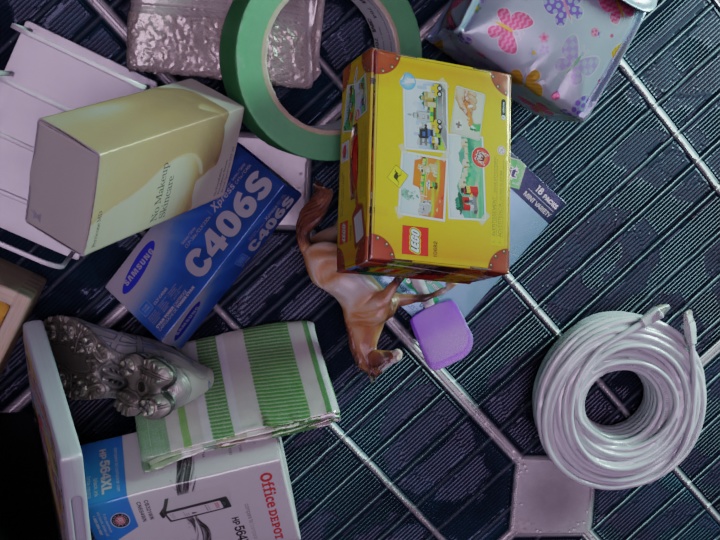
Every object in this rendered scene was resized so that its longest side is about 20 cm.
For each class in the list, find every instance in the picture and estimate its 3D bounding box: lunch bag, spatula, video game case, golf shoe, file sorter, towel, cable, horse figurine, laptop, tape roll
[{"bbox_3d":[0.192,-0.275,1.020,0.170,0.127,0.200,32,88,-15],"label":"lunch bag"},{"bbox_3d":[0.058,0.006,1.061,0.056,0.021,0.200,-24,103,3],"label":"spatula"},{"bbox_3d":[-0.287,0.176,0.970,0.023,0.200,0.182,-10,127,-22],"label":"video game case"},{"bbox_3d":[-0.237,0.096,1.033,0.200,0.097,0.078,20,104,31],"label":"golf shoe"},{"bbox_3d":[-0.301,-0.118,0.975,0.139,0.125,0.200,25,97,-12],"label":"file sorter"},{"bbox_3d":[-0.132,0.121,1.044,0.200,0.153,0.023,-14,134,-6],"label":"towel"},{"bbox_3d":[-0.127,-0.250,0.995,0.200,0.034,0.133,0,100,-26],"label":"towel"},{"bbox_3d":[0.287,0.144,1.144,0.200,0.069,0.200,-18,104,-4],"label":"cable"},{"bbox_3d":[0.000,0.000,1.032,0.133,0.050,0.200,-38,101,17],"label":"horse figurine"},{"bbox_3d":[-0.348,0.232,0.967,0.103,0.200,0.177,-4,77,-46],"label":"laptop"},{"bbox_3d":[-0.037,-0.209,1.006,0.200,0.048,0.201,-7,106,-26],"label":"tape roll"}]

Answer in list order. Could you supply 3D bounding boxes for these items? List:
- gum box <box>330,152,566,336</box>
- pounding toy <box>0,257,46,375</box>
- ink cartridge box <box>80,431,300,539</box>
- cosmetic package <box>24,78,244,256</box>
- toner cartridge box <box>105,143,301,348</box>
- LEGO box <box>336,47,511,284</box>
[{"bbox_3d":[0.089,-0.054,1.087,0.170,0.045,0.200,40,94,-13],"label":"gum box"},{"bbox_3d":[-0.442,0.059,0.978,0.200,0.142,0.184,26,96,-13],"label":"pounding toy"},{"bbox_3d":[-0.172,0.231,1.056,0.200,0.084,0.146,-13,132,-5],"label":"ink cartridge box"},{"bbox_3d":[-0.197,-0.098,0.916,0.071,0.200,0.105,29,123,18],"label":"cosmetic package"},{"bbox_3d":[-0.159,-0.030,1.031,0.095,0.043,0.200,39,93,25],"label":"toner cartridge box"},{"bbox_3d":[0.061,-0.094,0.972,0.149,0.077,0.200,6,81,-23],"label":"LEGO box"}]
